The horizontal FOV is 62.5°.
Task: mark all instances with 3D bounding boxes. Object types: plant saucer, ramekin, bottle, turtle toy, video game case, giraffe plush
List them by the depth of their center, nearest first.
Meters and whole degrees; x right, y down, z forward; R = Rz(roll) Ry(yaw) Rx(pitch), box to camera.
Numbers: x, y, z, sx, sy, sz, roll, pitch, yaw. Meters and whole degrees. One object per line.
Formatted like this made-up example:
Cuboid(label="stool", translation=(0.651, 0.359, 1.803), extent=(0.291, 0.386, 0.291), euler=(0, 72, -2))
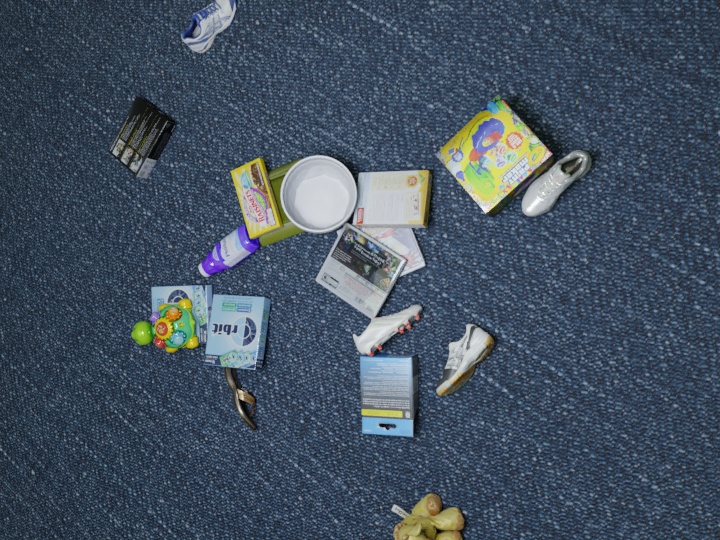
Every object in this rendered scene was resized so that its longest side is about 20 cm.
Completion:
Cuboid(label="giraffe plush", translation=(0.149, 0.663, 1.476), extent=(0.198, 0.162, 0.175), euler=(9, 94, 19))
Cuboid(label="ramekin", translation=(-0.107, -0.192, 1.567), extent=(0.197, 0.105, 0.203), euler=(0, 84, 0))
Cuboid(label="video game case", translation=(0.000, 0.000, 1.577), extent=(0.199, 0.023, 0.183), euler=(33, 102, 18))
Cuboid(label="video game case", translation=(0.053, -0.060, 1.578), extent=(0.198, 0.023, 0.184), euler=(-23, 83, 18))
Cuboid(label="plant saucer", translation=(-0.233, -0.192, 1.666), extent=(0.198, 0.048, 0.202), euler=(-18, 85, 19))
Cuboid(label="bottle", translation=(-0.383, -0.050, 1.708), extent=(0.199, 0.065, 0.084), euler=(-32, 61, 22))
Cuboid(label="turtle toy", translation=(-0.564, 0.168, 1.713), extent=(0.198, 0.101, 0.148), euler=(-13, 87, 19))

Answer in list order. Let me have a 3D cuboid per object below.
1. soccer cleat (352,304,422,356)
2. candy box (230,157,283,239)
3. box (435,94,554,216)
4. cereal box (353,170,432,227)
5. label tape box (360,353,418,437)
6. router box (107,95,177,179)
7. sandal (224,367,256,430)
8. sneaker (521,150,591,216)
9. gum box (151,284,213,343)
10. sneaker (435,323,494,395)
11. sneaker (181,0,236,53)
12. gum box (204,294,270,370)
Cuboid(label="soccer cleat", translation=(0.070, 0.140, 1.534), extent=(0.199, 0.069, 0.078), euler=(-36, 68, -1))
Cuboid(label="candy box", translation=(-0.289, -0.199, 1.647), extent=(0.101, 0.026, 0.202), euler=(-20, 84, 22))
Cuboid(label="box", translation=(0.325, -0.270, 1.426), extent=(0.200, 0.122, 0.193), euler=(-43, 77, 16))
Cuboid(label="cereal box", translation=(0.082, -0.184, 1.537), extent=(0.198, 0.039, 0.146), euler=(3, 79, 26))
Cuboid(label="label tape box", translation=(0.076, 0.322, 1.552), extent=(0.142, 0.063, 0.203), euler=(-1, 90, 20))
Cuboid(label="router box", translation=(-0.671, -0.408, 1.819), extent=(0.149, 0.051, 0.201), euler=(38, 102, 17))
Cuboid(label="sandal", translation=(-0.335, 0.361, 1.705), extent=(0.054, 0.082, 0.202), euler=(-22, 75, -4))
Cuboid(label="sneaker", translation=(0.454, -0.211, 1.392), extent=(0.078, 0.099, 0.200), euler=(46, 104, 14))
Cuboid(label="gum box", translation=(-0.532, 0.131, 1.778), extent=(0.198, 0.044, 0.172), euler=(-2, 90, 19))
Cuboid(label="sneaker", translation=(0.248, 0.224, 1.495), extent=(0.088, 0.075, 0.201), euler=(44, 102, 31))
Cuboid(label="sneaker", translation=(-0.437, -0.725, 1.714), extent=(0.075, 0.088, 0.201), euler=(42, 102, 16))
Cuboid(label="gum box", translation=(-0.350, 0.174, 1.686), extent=(0.168, 0.045, 0.203), euler=(2, 80, 20))
